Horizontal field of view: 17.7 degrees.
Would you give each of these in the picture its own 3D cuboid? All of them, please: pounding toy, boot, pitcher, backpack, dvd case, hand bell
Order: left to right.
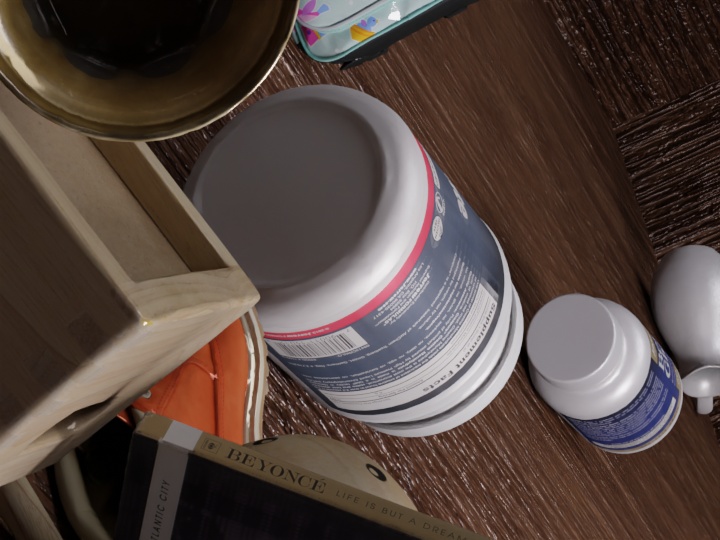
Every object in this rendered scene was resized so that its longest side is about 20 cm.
[{"bbox_3d":[-0.136,0.004,0.778,0.184,0.142,0.200,52,9,4],"label":"pounding toy"},{"bbox_3d":[-0.085,-0.101,0.795,0.104,0.104,0.200,64,-6,-10],"label":"hand bell"},{"bbox_3d":[-0.090,0.050,0.977,0.107,0.075,0.200,40,29,-53],"label":"boot"},{"bbox_3d":[-0.008,-0.266,1.661,0.200,0.176,0.153,63,8,5],"label":"backpack"},{"bbox_3d":[0.006,0.135,0.801,0.016,0.200,0.149,-65,172,-47],"label":"dvd case"},{"bbox_3d":[0.461,0.083,3.161,0.172,0.121,0.200,86,-1,-61],"label":"pitcher"}]

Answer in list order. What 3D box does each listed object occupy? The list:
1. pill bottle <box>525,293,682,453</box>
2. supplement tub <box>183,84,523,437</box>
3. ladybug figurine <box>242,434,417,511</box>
[{"bbox_3d":[0.216,0.089,2.080,0.200,0.111,0.111,42,27,-62],"label":"pill bottle"},{"bbox_3d":[0.000,0.000,1.273,0.200,0.140,0.140,47,23,-56],"label":"supplement tub"},{"bbox_3d":[-0.026,0.131,0.881,0.200,0.136,0.072,102,6,-48],"label":"ladybug figurine"}]
